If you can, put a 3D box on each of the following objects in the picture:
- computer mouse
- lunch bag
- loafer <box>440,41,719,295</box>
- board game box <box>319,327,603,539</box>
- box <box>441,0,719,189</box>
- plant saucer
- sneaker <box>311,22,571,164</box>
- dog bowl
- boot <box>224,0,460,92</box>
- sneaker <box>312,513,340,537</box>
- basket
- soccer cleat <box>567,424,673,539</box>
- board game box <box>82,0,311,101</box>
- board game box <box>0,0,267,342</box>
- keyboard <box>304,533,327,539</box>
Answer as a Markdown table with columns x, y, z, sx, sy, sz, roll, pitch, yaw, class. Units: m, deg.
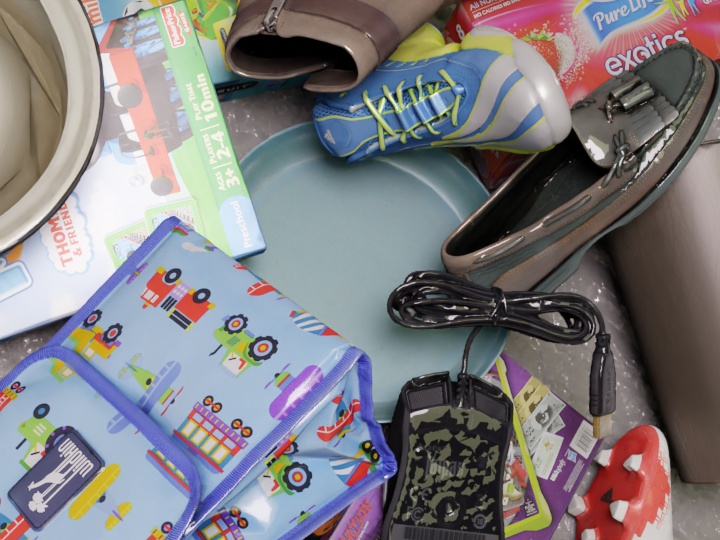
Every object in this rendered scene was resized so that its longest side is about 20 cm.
| x | y | z | sx | sy | sz | roll | pitch | yaw | class |
| --- | --- | --- | --- | --- | --- | --- | --- | --- | --- |
| 0.077 | 0.103 | 0.799 | 0.138 | 0.046 | 0.203 | 2 | 89 | -10 | computer mouse |
| -0.107 | 0.092 | 0.649 | 0.199 | 0.095 | 0.150 | -40 | 50 | -23 | lunch bag |
| 0.128 | -0.058 | 0.803 | 0.200 | 0.072 | 0.063 | -49 | 129 | 7 | loafer |
| 0.057 | 0.145 | 0.839 | 0.120 | 0.032 | 0.201 | 40 | 63 | -9 | board game box |
| 0.155 | -0.144 | 0.897 | 0.198 | 0.096 | 0.101 | -22 | 78 | -18 | box |
| 0.000 | 0.000 | 0.850 | 0.197 | 0.027 | 0.203 | 5 | 67 | -11 | plant saucer |
| 0.037 | -0.089 | 0.803 | 0.105 | 0.200 | 0.076 | -35 | 115 | -13 | sneaker |
| -0.233 | -0.086 | 0.709 | 0.197 | 0.074 | 0.203 | 3 | 76 | -13 | dog bowl |
| 0.021 | -0.156 | 0.786 | 0.147 | 0.198 | 0.071 | -59 | 135 | -42 | boot |
| -0.087 | 0.083 | 0.784 | 0.199 | 0.091 | 0.070 | 28 | 50 | 34 | sneaker |
| 0.240 | 0.026 | 0.875 | 0.178 | 0.136 | 0.203 | -6 | 84 | -21 | basket |
| 0.171 | 0.199 | 0.856 | 0.084 | 0.068 | 0.203 | 17 | 78 | -20 | soccer cleat |
| -0.127 | -0.177 | 0.858 | 0.197 | 0.047 | 0.153 | -14 | 83 | -18 | board game box |
| -0.170 | -0.051 | 0.783 | 0.198 | 0.037 | 0.153 | -19 | 90 | -10 | board game box |
| -0.081 | 0.186 | 0.801 | 0.199 | 0.039 | 0.105 | -31 | 98 | -32 | keyboard |
